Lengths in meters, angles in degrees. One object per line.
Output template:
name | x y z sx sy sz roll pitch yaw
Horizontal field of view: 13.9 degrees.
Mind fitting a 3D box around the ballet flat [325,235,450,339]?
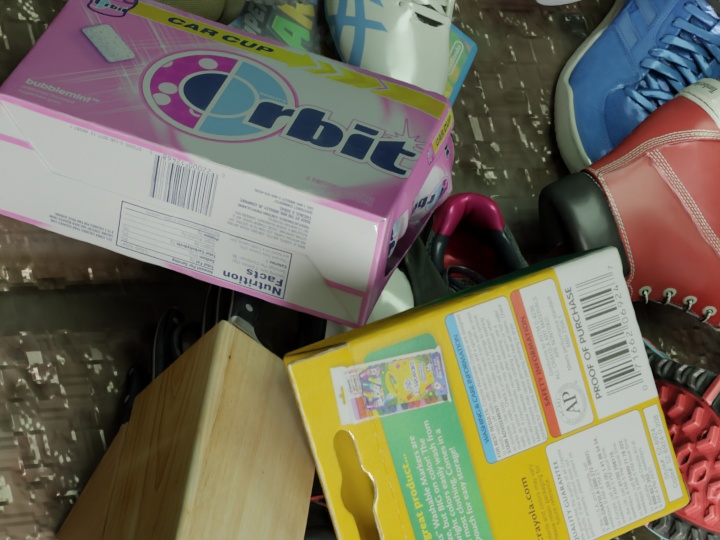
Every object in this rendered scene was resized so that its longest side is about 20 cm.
ballet flat | 0.000 0.000 1.429 0.068 0.068 0.201 16 43 -38

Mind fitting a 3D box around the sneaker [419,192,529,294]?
sneaker | 0.061 0.052 1.440 0.080 0.075 0.201 -6 50 -18

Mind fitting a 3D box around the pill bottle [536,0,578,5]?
pill bottle | 0.100 -0.255 1.642 0.112 0.112 0.201 -10 75 -41

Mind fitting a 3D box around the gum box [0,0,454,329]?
gum box | -0.060 -0.054 1.361 0.199 0.066 0.114 18 37 8

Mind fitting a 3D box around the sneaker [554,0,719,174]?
sneaker | 0.182 -0.129 1.644 0.077 0.111 0.200 43 48 -14

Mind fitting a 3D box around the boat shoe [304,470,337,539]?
boat shoe | -0.014 0.129 1.372 0.073 0.063 0.202 -5 67 -1

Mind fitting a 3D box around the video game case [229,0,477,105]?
video game case | -0.036 -0.129 1.531 0.200 0.018 0.143 39 50 -17

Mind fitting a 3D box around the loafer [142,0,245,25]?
loafer | -0.134 -0.194 1.435 0.200 0.076 0.067 49 45 9

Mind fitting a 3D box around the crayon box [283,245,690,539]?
crayon box | 0.047 0.076 1.316 0.199 0.051 0.126 -18 93 -38

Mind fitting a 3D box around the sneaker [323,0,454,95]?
sneaker | 0.027 -0.167 1.541 0.072 0.072 0.201 20 58 -32

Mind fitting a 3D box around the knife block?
knife block | -0.054 0.068 1.314 0.064 0.200 0.176 34 80 -20

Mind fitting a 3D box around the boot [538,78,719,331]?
boot | 0.173 0.016 1.604 0.144 0.072 0.201 -35 112 -16

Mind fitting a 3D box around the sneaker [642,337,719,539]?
sneaker | 0.168 0.086 1.451 0.095 0.079 0.200 29 10 -31

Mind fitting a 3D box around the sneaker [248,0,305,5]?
sneaker | -0.070 -0.234 1.458 0.079 0.130 0.200 -27 75 -36
